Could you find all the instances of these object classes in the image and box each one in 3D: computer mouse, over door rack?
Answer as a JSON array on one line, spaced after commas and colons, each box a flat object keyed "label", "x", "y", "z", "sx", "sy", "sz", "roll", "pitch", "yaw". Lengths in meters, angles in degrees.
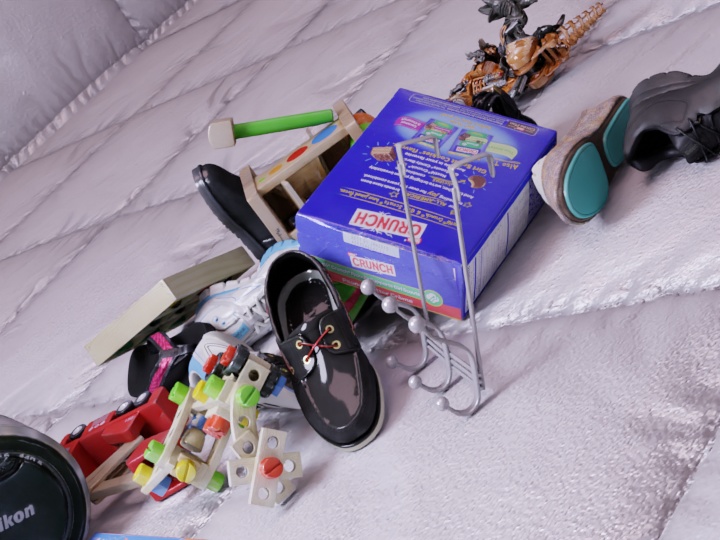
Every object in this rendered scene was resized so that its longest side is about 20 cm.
[{"label": "computer mouse", "x": 0.090, "y": -0.090, "z": 1.568, "sx": 0.200, "sy": 0.110, "sz": 0.044, "roll": -45, "pitch": 55, "yaw": 6}, {"label": "over door rack", "x": 0.049, "y": -0.001, "z": 1.249, "sx": 0.066, "sy": 0.202, "sz": 0.148, "roll": -2, "pitch": 12, "yaw": -16}]

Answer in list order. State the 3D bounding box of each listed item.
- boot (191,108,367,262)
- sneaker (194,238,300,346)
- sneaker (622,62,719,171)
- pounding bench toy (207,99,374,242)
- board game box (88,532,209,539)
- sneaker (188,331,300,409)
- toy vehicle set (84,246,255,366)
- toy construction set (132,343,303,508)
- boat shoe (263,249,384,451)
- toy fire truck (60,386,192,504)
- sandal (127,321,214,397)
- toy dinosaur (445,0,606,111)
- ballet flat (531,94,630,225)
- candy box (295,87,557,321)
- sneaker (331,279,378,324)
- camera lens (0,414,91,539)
[{"label": "boot", "x": -0.067, "y": -0.111, "z": 1.767, "sx": 0.199, "sy": 0.165, "sz": 0.066, "roll": -33, "pitch": 45, "yaw": 11}, {"label": "sneaker", "x": -0.104, "y": 0.040, "z": 1.619, "sx": 0.199, "sy": 0.075, "sz": 0.087, "roll": -33, "pitch": 23, "yaw": 39}, {"label": "sneaker", "x": 0.300, "y": -0.133, "z": 1.317, "sx": 0.199, "sy": 0.076, "sz": 0.091, "roll": -26, "pitch": 30, "yaw": 48}, {"label": "pounding bench toy", "x": -0.047, "y": -0.115, "z": 1.665, "sx": 0.156, "sy": 0.200, "sz": 0.124, "roll": -36, "pitch": 18, "yaw": 4}, {"label": "board game box", "x": -0.204, "y": 0.264, "z": 1.324, "sx": 0.199, "sy": 0.019, "sz": 0.103, "roll": -10, "pitch": 34, "yaw": 54}, {"label": "sneaker", "x": -0.097, "y": 0.106, "z": 1.460, "sx": 0.200, "sy": 0.071, "sz": 0.073, "roll": 13, "pitch": 86, "yaw": 58}, {"label": "toy vehicle set", "x": -0.204, "y": 0.036, "z": 1.725, "sx": 0.124, "sy": 0.027, "sz": 0.200, "roll": -39, "pitch": -4, "yaw": 23}, {"label": "toy construction set", "x": -0.118, "y": 0.137, "z": 1.342, "sx": 0.199, "sy": 0.092, "sz": 0.132, "roll": -2, "pitch": 57, "yaw": 58}, {"label": "boat shoe", "x": -0.036, "y": 0.066, "z": 1.335, "sx": 0.073, "sy": 0.063, "sz": 0.202, "roll": -28, "pitch": 46, "yaw": 7}, {"label": "toy fire truck", "x": -0.229, "y": 0.181, "z": 1.520, "sx": 0.199, "sy": 0.049, "sz": 0.141, "roll": -27, "pitch": 21, "yaw": 27}, {"label": "sandal", "x": -0.207, "y": 0.098, "z": 1.641, "sx": 0.199, "sy": 0.045, "sz": 0.076, "roll": -19, "pitch": 64, "yaw": 54}, {"label": "toy dinosaur", "x": 0.184, "y": -0.235, "z": 1.758, "sx": 0.198, "sy": 0.103, "sz": 0.136, "roll": -11, "pitch": 42, "yaw": 16}, {"label": "ballet flat", "x": 0.191, "y": -0.092, "z": 1.396, "sx": 0.067, "sy": 0.069, "sz": 0.200, "roll": -10, "pitch": 21, "yaw": 34}, {"label": "candy box", "x": 0.062, "y": -0.063, "z": 1.429, "sx": 0.168, "sy": 0.077, "sz": 0.200, "roll": 19, "pitch": 47, "yaw": 24}, {"label": "sneaker", "x": 0.000, "y": 0.000, "z": 1.499, "sx": 0.199, "sy": 0.077, "sz": 0.084, "roll": -35, "pitch": 0, "yaw": -30}, {"label": "camera lens", "x": -0.346, "y": 0.215, "z": 1.466, "sx": 0.160, "sy": 0.160, "sz": 0.200, "roll": -43, "pitch": 18, "yaw": -18}]
